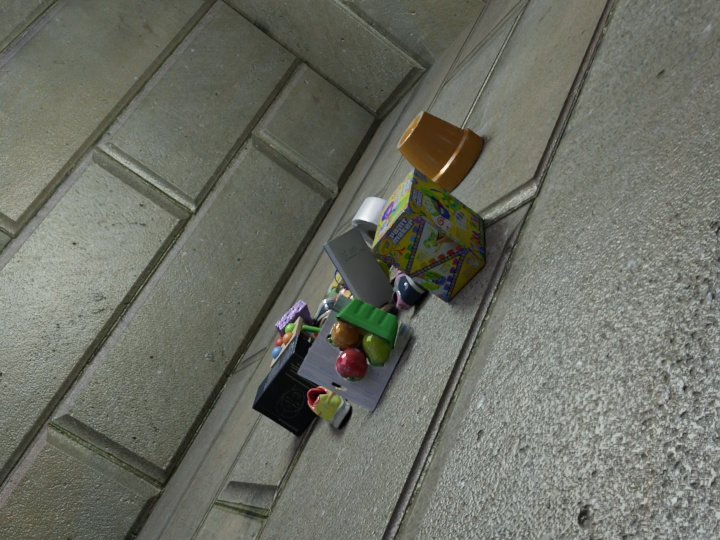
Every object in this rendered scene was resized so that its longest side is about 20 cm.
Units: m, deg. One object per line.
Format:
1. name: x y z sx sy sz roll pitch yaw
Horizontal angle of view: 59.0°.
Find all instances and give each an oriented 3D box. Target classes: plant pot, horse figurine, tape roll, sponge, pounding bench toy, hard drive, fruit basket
1. plant pot: 0.209 -0.340 1.774 0.201 0.182 0.200 -52 12 16
2. horse figurine: -0.057 0.074 2.004 0.132 0.050 0.201 -9 -39 -52
3. tape roll: 0.079 -0.099 1.619 0.071 0.202 0.202 -59 12 -13
4. sponge: -0.193 0.179 1.941 0.112 0.030 0.201 -46 -26 -19
5. pounding bench toy: -0.144 0.207 1.805 0.201 0.155 0.124 -52 12 19
6. hard drive: 0.000 0.000 1.576 0.025 0.201 0.132 -30 2 40
7. fruit basket: -0.008 0.172 1.346 0.201 0.184 0.094 -63 -17 -15

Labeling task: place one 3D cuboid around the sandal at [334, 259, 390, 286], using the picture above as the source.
1. sandal: 0.004 0.012 1.676 0.086 0.199 0.080 -12 73 39

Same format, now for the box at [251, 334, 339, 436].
1. box: -0.161 0.298 1.646 0.201 0.148 0.107 -52 11 16

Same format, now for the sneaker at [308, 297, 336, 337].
1. sneaker: -0.111 0.180 1.928 0.201 0.078 0.080 111 147 -40

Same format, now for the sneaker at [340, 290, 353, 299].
1. sneaker: -0.008 0.088 1.697 0.079 0.090 0.200 -57 13 -15

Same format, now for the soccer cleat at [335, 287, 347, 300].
1. soccer cleat: -0.023 0.077 1.913 0.085 0.069 0.201 -25 -23 -34

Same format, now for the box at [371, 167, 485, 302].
1. box: 0.143 -0.077 1.303 0.122 0.192 0.201 -49 13 30

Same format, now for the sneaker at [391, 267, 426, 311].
1. sneaker: 0.098 0.033 1.493 0.082 0.070 0.200 -51 11 9

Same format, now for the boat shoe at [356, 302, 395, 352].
1. boat shoe: 0.031 0.145 1.482 0.072 0.065 0.200 -36 4 38

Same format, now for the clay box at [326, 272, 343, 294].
1. clay box: -0.042 0.005 2.212 0.201 0.047 0.115 -61 12 -15

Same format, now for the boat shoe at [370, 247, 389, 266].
1. boat shoe: 0.063 -0.051 1.898 0.068 0.071 0.201 105 -175 -56

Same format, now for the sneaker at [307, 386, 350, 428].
1. sneaker: -0.084 0.297 1.473 0.079 0.090 0.200 -59 10 -9
